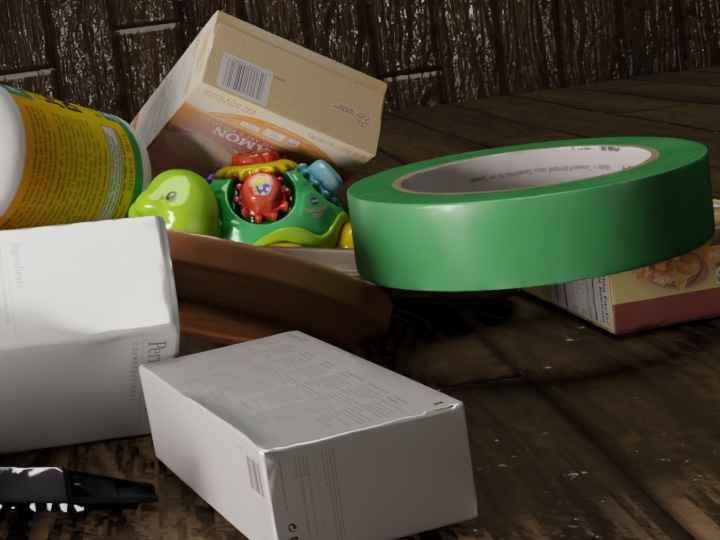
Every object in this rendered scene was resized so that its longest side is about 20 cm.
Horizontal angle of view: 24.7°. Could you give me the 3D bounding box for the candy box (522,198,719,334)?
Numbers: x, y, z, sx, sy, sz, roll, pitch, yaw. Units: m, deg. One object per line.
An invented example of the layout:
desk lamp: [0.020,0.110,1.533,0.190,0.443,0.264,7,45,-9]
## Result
candy box: [0.171,-0.011,1.014,0.115,0.056,0.200,-10,9,-11]

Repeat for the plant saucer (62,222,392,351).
plant saucer: [-0.082,0.015,0.926,0.199,0.032,0.200,11,-11,2]

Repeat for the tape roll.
tape roll: [0.093,-0.034,0.908,0.200,0.048,0.200,-7,10,1]

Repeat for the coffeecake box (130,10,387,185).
coffeecake box: [-0.093,-0.108,1.350,0.153,0.073,0.200,21,-30,-20]

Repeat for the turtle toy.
turtle toy: [-0.090,-0.037,1.246,0.145,0.102,0.200,0,12,42]

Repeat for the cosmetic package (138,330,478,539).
cosmetic package: [-0.029,0.069,0.692,0.082,0.051,0.200,-14,10,-18]

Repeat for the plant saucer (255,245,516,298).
plant saucer: [0.000,0.000,1.051,0.199,0.030,0.200,1,1,0]

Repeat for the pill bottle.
pill bottle: [-0.254,-0.075,1.180,0.112,0.113,0.200,-1,-7,35]

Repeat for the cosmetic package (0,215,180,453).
cosmetic package: [-0.189,0.038,0.790,0.199,0.074,0.102,-6,-34,-12]

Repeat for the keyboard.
keyboard: [-0.194,0.105,0.709,0.199,0.040,0.104,-5,-14,27]
